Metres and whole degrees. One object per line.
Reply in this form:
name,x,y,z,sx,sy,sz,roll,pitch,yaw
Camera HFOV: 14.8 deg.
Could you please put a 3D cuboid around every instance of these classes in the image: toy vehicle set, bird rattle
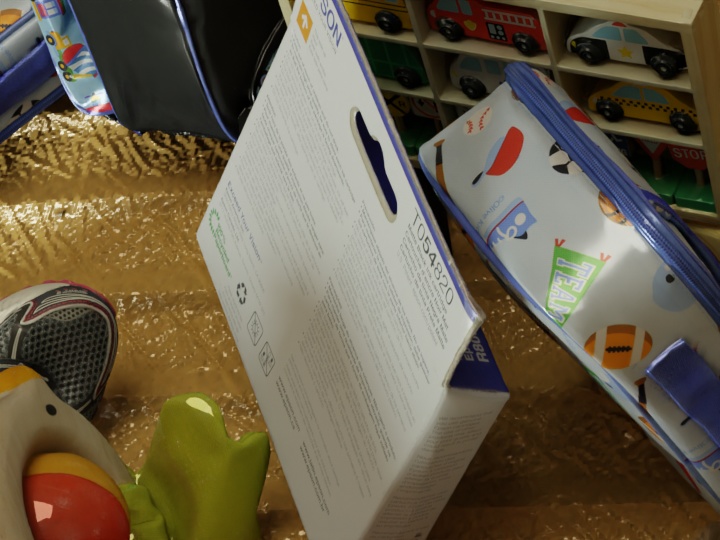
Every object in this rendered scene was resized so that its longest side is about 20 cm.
toy vehicle set,0.064,-0.085,1.189,0.199,0.125,0.027,12,55,27
bird rattle,-0.118,0.131,1.159,0.112,0.163,0.201,-23,33,30

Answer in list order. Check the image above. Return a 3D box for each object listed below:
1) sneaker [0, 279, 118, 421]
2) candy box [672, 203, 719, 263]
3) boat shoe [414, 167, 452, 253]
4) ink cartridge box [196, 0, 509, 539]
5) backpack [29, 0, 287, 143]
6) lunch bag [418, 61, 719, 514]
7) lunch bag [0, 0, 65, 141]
sneaker,-0.166,0.091,1.249,0.074,0.081,0.201,-8,44,54
candy box,0.174,-0.049,1.243,0.199,0.055,0.116,21,63,36
boat shoe,0.003,-0.055,1.316,0.073,0.076,0.201,-11,47,20
ink cartridge box,0.000,0.000,1.164,0.040,0.200,0.201,-6,56,-25
backpack,-0.062,-0.181,1.388,0.134,0.183,0.200,5,38,42
lunch bag,0.115,0.016,1.121,0.076,0.200,0.160,-43,45,3
lunch bag,-0.214,-0.128,1.471,0.200,0.076,0.160,-42,49,-13
